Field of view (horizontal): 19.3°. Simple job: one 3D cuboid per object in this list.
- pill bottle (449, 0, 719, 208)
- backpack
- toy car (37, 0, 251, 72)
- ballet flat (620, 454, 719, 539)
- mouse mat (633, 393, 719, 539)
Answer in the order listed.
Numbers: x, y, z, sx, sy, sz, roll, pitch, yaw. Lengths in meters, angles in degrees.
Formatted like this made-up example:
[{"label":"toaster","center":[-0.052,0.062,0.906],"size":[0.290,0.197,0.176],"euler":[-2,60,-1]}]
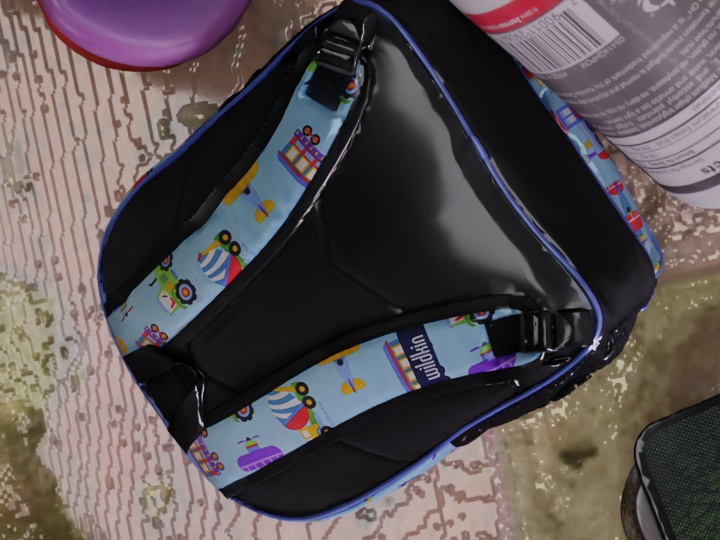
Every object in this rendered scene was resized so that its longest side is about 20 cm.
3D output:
[{"label":"pill bottle","center":[0.135,-0.096,0.858],"size":[0.200,0.111,0.111],"euler":[38,94,-21]},{"label":"backpack","center":[0.000,0.000,0.883],"size":[0.200,0.135,0.183],"euler":[-38,86,28]},{"label":"toy car","center":[-0.100,-0.153,0.863],"size":[0.175,0.200,0.150],"euler":[-23,93,-10]},{"label":"ballet flat","center":[0.165,0.170,0.919],"size":[0.067,0.046,0.200],"euler":[-28,94,-10]},{"label":"mouse mat","center":[0.230,0.107,0.902],"size":[0.200,0.008,0.161],"euler":[-22,90,-9]}]
